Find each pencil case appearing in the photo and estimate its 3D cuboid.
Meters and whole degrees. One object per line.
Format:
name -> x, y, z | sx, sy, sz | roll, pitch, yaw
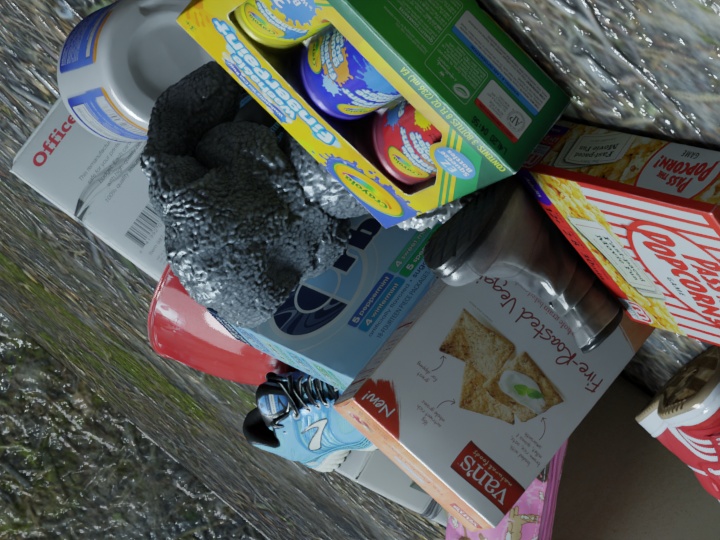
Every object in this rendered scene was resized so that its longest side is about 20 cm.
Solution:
pencil case -> 0.107, 0.166, 1.719 | 0.083, 0.200, 0.087 | 8, -173, -6

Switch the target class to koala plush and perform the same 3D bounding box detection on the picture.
koala plush -> -0.033, -0.067, 1.647 | 0.177, 0.200, 0.184 | 57, -161, -21

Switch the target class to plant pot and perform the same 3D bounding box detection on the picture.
plant pot -> 0.172, 0.183, 1.860 | 0.177, 0.200, 0.200 | 52, 166, 4

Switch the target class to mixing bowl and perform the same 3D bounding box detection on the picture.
mixing bowl -> -0.066, 0.020, 1.922 | 0.108, 0.200, 0.200 | 38, 166, 22

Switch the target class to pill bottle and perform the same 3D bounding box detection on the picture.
pill bottle -> -0.175, -0.158, 1.863 | 0.112, 0.112, 0.200 | 45, 166, -15

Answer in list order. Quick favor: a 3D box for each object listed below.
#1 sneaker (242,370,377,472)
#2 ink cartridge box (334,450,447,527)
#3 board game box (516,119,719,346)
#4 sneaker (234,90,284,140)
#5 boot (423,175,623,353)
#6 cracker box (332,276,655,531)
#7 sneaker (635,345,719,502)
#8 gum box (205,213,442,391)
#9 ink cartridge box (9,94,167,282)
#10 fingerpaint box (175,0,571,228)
sneaker -> -0.035, 0.108, 1.855 | 0.090, 0.078, 0.200 | 8, 153, -21
ink cartridge box -> 0.046, 0.157, 2.014 | 0.200, 0.084, 0.145 | 29, 176, -34
board game box -> 0.201, -0.016, 1.446 | 0.152, 0.046, 0.200 | 49, 164, -28
sneaker -> -0.088, -0.111, 1.835 | 0.073, 0.082, 0.200 | 42, 167, -11
boot -> 0.117, 0.000, 1.528 | 0.132, 0.070, 0.200 | 50, -156, -4
cracker box -> 0.096, 0.062, 1.636 | 0.134, 0.200, 0.058 | 42, 164, -6
sneaker -> 0.259, 0.114, 1.635 | 0.112, 0.071, 0.200 | 44, 174, 4
gum box -> 0.000, 0.000, 1.758 | 0.200, 0.170, 0.045 | 23, 161, 52
ink cartridge box -> -0.169, -0.079, 1.994 | 0.200, 0.145, 0.084 | 35, 176, 21
fingerpaint box -> 0.004, -0.132, 1.489 | 0.200, 0.073, 0.167 | 45, 153, -14
